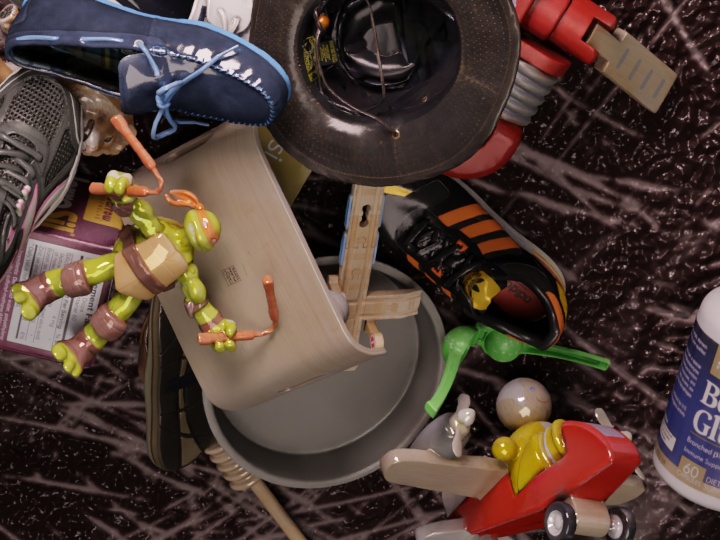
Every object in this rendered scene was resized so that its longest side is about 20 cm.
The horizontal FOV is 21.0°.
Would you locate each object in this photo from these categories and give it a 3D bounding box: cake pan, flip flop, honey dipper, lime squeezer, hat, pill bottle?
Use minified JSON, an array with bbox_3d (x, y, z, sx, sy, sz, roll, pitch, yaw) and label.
[{"bbox_3d":[-0.030,0.075,1.524,0.199,0.037,0.202,-7,116,-15],"label":"cake pan"},{"bbox_3d":[-0.144,0.061,1.528,0.081,0.057,0.201,-14,123,-38],"label":"flip flop"},{"bbox_3d":[-0.063,0.210,1.612,0.038,0.038,0.201,-28,114,11],"label":"honey dipper"},{"bbox_3d":[0.109,0.066,1.520,0.199,0.070,0.038,-10,121,-41],"label":"lime squeezer"},{"bbox_3d":[0.025,-0.153,1.321,0.199,0.081,0.202,6,105,24],"label":"hat"},{"bbox_3d":[0.306,0.079,1.515,0.110,0.111,0.201,11,114,-6],"label":"pill bottle"}]

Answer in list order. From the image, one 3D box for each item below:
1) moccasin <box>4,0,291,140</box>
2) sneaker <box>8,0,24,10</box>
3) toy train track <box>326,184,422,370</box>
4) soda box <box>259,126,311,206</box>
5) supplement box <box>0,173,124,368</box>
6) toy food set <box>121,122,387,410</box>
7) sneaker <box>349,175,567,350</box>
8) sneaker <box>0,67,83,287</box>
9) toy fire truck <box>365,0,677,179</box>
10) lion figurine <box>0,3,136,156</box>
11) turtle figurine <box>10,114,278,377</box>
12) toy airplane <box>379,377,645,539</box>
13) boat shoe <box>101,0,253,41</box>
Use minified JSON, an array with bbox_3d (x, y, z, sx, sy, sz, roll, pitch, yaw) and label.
[{"bbox_3d":[-0.147,-0.129,1.315,0.199,0.068,0.081,15,139,16],"label":"moccasin"},{"bbox_3d":[-0.182,-0.212,1.404,0.199,0.060,0.104,31,114,-11],"label":"sneaker"},{"bbox_3d":[0.000,0.000,1.436,0.114,0.033,0.201,-3,127,-17],"label":"toy train track"},{"bbox_3d":[-0.038,-0.138,1.434,0.064,0.068,0.201,27,111,-11],"label":"soda box"},{"bbox_3d":[-0.280,-0.019,1.452,0.198,0.131,0.104,13,112,-8],"label":"supplement box"},{"bbox_3d":[-0.079,-0.005,1.418,0.143,0.060,0.201,-22,95,35],"label":"toy food set"},{"bbox_3d":[0.080,-0.012,1.481,0.199,0.090,0.070,34,110,-15],"label":"sneaker"},{"bbox_3d":[-0.248,-0.043,1.335,0.080,0.086,0.201,22,92,-9],"label":"sneaker"},{"bbox_3d":[0.124,-0.142,1.420,0.199,0.129,0.177,30,111,-3],"label":"toy fire truck"},{"bbox_3d":[-0.266,-0.125,1.433,0.199,0.073,0.123,-3,143,34],"label":"lion figurine"},{"bbox_3d":[-0.161,-0.008,1.360,0.161,0.065,0.200,-30,120,9],"label":"turtle figurine"},{"bbox_3d":[0.126,0.158,1.542,0.197,0.200,0.142,-5,74,10],"label":"toy airplane"},{"bbox_3d":[-0.112,-0.172,1.353,0.199,0.065,0.074,25,109,-7],"label":"boat shoe"}]
